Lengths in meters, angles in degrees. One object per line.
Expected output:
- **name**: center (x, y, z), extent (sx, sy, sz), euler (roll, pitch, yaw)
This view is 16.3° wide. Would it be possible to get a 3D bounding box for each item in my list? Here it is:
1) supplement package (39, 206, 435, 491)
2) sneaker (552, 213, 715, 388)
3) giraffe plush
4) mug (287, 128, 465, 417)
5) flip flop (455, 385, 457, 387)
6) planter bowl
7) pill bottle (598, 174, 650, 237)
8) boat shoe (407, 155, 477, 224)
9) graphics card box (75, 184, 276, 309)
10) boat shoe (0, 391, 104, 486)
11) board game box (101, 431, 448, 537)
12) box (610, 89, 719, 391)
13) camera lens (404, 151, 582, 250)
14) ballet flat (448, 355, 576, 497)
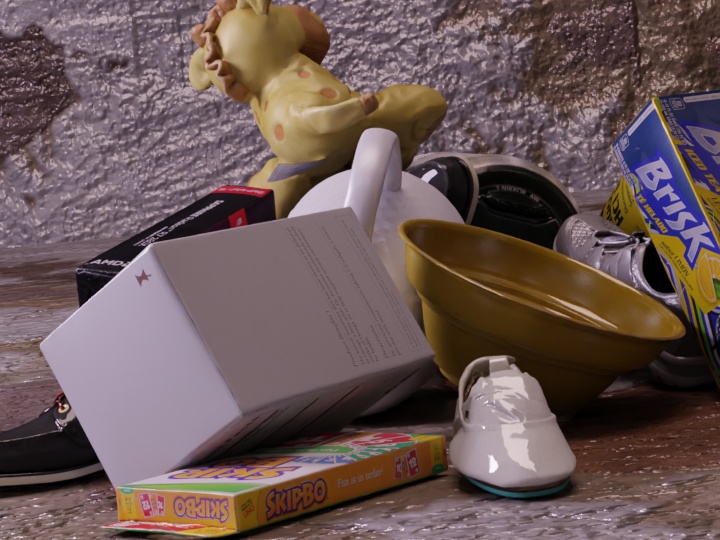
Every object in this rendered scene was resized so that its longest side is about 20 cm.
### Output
- **supplement package**: center (-0.072, 0.049, 1.526), extent (0.117, 0.117, 0.199), euler (-38, -15, 34)
- **sneaker**: center (0.205, 0.001, 1.779), extent (0.074, 0.083, 0.200), euler (-10, 31, -25)
- **giraffe plush**: center (-0.056, -0.136, 1.922), extent (0.172, 0.163, 0.200), euler (-41, -18, 17)
- **mug**: center (0.000, 0.000, 1.736), extent (0.146, 0.201, 0.175), euler (11, 21, 7)
- **flip flop**: center (0.142, 0.053, 1.841), extent (0.081, 0.058, 0.200), euler (8, 28, 42)
- **planter bowl**: center (0.106, 0.041, 1.648), extent (0.199, 0.084, 0.200), euler (19, 13, -4)
- **pill bottle**: center (0.241, -0.033, 1.922), extent (0.112, 0.113, 0.200), euler (-7, -30, -21)
- **boat shoe**: center (0.008, -0.015, 1.861), extent (0.063, 0.074, 0.201), euler (10, -41, -45)
- **graphics card box**: center (-0.122, 0.027, 1.774), extent (0.051, 0.126, 0.200), euler (6, 20, 29)
- **boat shoe**: center (-0.173, 0.099, 1.602), extent (0.200, 0.064, 0.074), euler (-10, 9, -25)
- **board game box**: center (-0.048, 0.121, 1.434), extent (0.095, 0.030, 0.199), euler (-1, 9, 41)
- **box**: center (0.243, -0.019, 1.672), extent (0.070, 0.201, 0.064), euler (-9, -25, -31)
- **camera lens**: center (0.081, -0.012, 1.989), extent (0.159, 0.161, 0.200), euler (-7, 5, -16)
- **ballet flat**: center (0.082, 0.085, 1.465), extent (0.069, 0.070, 0.200), euler (-6, 6, -3)
